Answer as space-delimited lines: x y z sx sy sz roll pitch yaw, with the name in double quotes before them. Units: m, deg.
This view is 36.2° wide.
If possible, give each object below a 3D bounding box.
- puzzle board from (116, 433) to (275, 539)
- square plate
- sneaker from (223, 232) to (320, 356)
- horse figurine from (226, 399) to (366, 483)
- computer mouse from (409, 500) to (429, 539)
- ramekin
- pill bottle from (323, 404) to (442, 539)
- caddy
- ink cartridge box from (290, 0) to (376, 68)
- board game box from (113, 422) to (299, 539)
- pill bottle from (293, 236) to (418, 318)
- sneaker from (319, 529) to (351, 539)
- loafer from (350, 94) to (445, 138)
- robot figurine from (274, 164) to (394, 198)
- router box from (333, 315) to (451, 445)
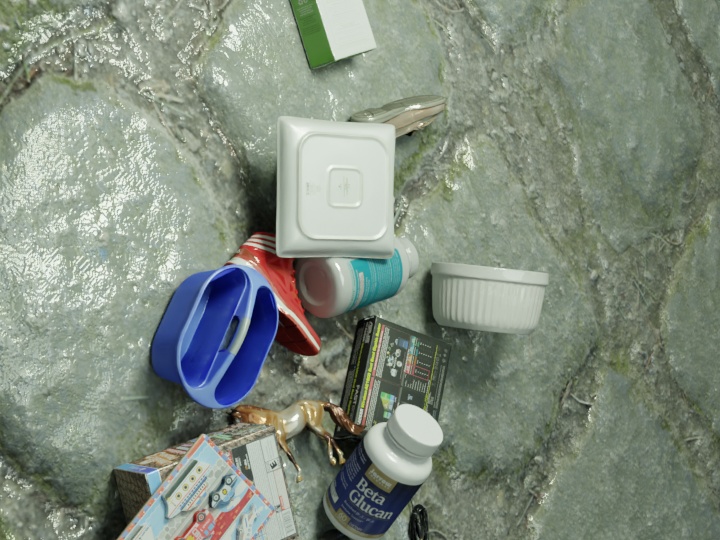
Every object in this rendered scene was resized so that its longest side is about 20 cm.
"puzzle board" -0.209 0.330 1.379 0.151 0.017 0.200 51 59 -23
"square plate" -0.029 -0.118 1.596 0.197 0.028 0.201 0 90 -31
"sneaker" -0.104 0.025 1.622 0.200 0.078 0.116 53 54 -27
"horse figurine" -0.092 0.238 1.613 0.199 0.050 0.133 -17 74 -34
"computer mouse" 0.082 0.358 1.791 0.059 0.034 0.201 -28 105 -44
"ramekin" 0.213 0.047 1.852 0.199 0.200 0.106 6 89 -44
"pill bottle" 0.037 0.296 1.628 0.111 0.200 0.111 26 27 -14
"caddy" -0.191 0.089 1.500 0.141 0.105 0.201 37 64 -37
"ink cartridge box" -0.055 -0.430 1.740 0.104 0.059 0.201 -27 103 -43
"board game box" -0.201 0.308 1.458 0.199 0.097 0.160 -15 96 -37
"pill bottle" 0.000 0.000 1.703 0.199 0.110 0.111 -15 95 -44
"sneaker" -0.024 0.489 1.652 0.075 0.078 0.201 -13 79 -5
"loafer" 0.063 -0.247 1.836 0.199 0.072 0.063 -21 116 -38
"robot figurine" -0.039 -0.137 1.680 0.200 0.113 0.170 33 87 -37
"router box" 0.052 0.190 1.741 0.149 0.062 0.201 22 69 -26
